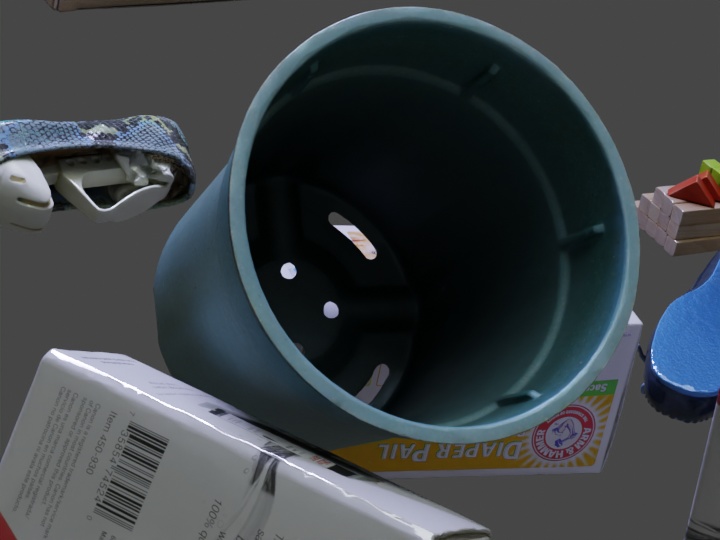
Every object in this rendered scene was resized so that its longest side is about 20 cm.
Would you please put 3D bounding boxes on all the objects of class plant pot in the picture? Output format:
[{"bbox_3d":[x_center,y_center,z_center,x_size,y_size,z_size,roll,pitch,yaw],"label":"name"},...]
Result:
[{"bbox_3d":[0.000,0.000,1.166,0.200,0.200,0.196,0,-13,-22],"label":"plant pot"}]

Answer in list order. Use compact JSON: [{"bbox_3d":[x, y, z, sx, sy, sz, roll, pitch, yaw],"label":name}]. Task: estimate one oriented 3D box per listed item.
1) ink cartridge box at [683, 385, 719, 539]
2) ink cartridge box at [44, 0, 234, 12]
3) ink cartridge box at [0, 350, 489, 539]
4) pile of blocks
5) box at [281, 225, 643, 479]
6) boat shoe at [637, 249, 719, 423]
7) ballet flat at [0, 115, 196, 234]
[{"bbox_3d":[0.224,0.095,1.239,0.083,0.200,0.147,17,28,16],"label":"ink cartridge box"},{"bbox_3d":[-0.177,-0.269,1.877,0.200,0.075,0.165,-7,33,-34],"label":"ink cartridge box"},{"bbox_3d":[-0.065,0.140,1.068,0.200,0.147,0.083,25,5,20],"label":"ink cartridge box"},{"bbox_3d":[0.287,-0.046,1.668,0.200,0.062,0.082,7,29,-10],"label":"pile of blocks"},{"bbox_3d":[0.040,0.045,1.360,0.200,0.101,0.113,0,30,-22],"label":"box"},{"bbox_3d":[0.219,0.049,1.467,0.084,0.069,0.200,31,33,16],"label":"boat shoe"},{"bbox_3d":[-0.187,-0.056,1.497,0.200,0.074,0.074,-11,36,-31],"label":"ballet flat"}]
